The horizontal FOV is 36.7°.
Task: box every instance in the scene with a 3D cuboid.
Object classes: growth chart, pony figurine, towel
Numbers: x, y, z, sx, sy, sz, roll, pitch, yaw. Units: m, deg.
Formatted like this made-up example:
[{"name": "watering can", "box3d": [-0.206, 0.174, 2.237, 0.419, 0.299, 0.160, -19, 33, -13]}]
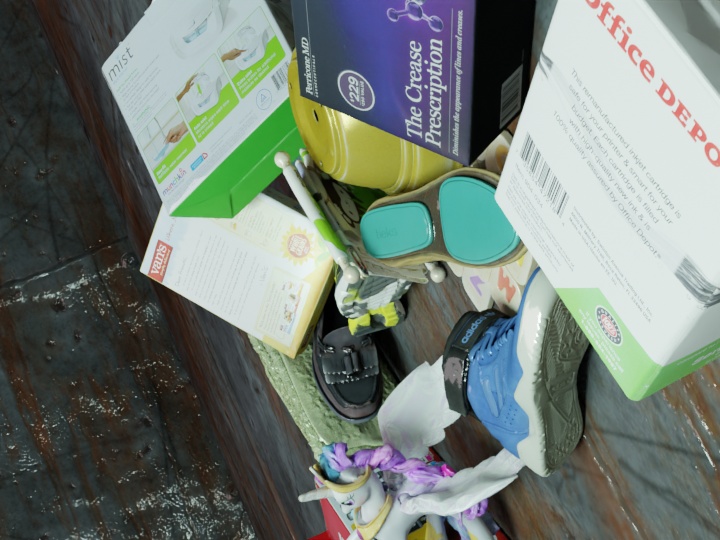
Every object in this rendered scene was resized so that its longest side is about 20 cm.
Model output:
[{"name": "growth chart", "box3d": [0.000, -0.045, 0.902, 0.146, 0.018, 0.199, 57, -158, 18]}, {"name": "pony figurine", "box3d": [0.055, 0.195, 0.956, 0.167, 0.191, 0.202, 47, 166, 53]}, {"name": "towel", "box3d": [-0.026, 0.116, 1.173, 0.201, 0.147, 0.037, 57, 134, 32]}]

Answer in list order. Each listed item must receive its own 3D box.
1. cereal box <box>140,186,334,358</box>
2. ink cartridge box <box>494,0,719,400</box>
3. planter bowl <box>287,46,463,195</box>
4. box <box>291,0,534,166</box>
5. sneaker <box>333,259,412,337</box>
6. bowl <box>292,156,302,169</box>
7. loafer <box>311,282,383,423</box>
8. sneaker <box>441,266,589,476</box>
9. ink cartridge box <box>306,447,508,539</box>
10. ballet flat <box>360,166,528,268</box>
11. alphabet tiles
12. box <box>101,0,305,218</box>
[{"name": "cereal box", "box3d": [-0.121, -0.020, 1.130, 0.198, 0.039, 0.146, 29, 110, 12]}, {"name": "ink cartridge box", "box3d": [0.149, -0.052, 0.520, 0.147, 0.083, 0.201, 60, 161, 24]}, {"name": "planter bowl", "box3d": [-0.003, -0.131, 0.844, 0.201, 0.082, 0.202, 57, 159, 34]}, {"name": "box", "box3d": [0.029, -0.183, 0.656, 0.140, 0.079, 0.202, 28, 143, 27]}, {"name": "sneaker", "box3d": [0.000, 0.000, 1.032, 0.200, 0.073, 0.086, 94, 155, -69]}, {"name": "bowl", "box3d": [-0.124, -0.185, 1.159, 0.202, 0.104, 0.203, 55, 157, 36]}, {"name": "loafer", "box3d": [-0.020, 0.065, 1.138, 0.064, 0.071, 0.202, 87, 173, -45]}, {"name": "sneaker", "box3d": [0.103, 0.054, 0.774, 0.111, 0.077, 0.202, 33, 151, 33]}, {"name": "ink cartridge box", "box3d": [0.035, 0.283, 1.111, 0.200, 0.173, 0.085, 44, 152, 51]}, {"name": "ballet flat", "box3d": [0.072, -0.038, 0.767, 0.199, 0.062, 0.070, 2, 101, 59]}, {"name": "alphabet tiles", "box3d": [0.078, -0.061, 0.843, 0.201, 0.014, 0.197, 59, 160, 29]}, {"name": "box", "box3d": [-0.125, -0.178, 1.010, 0.199, 0.096, 0.178, -40, 68, 29]}]
